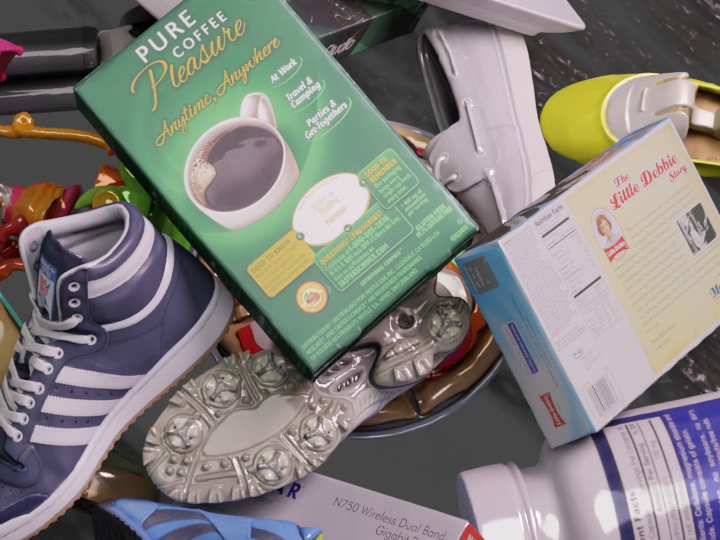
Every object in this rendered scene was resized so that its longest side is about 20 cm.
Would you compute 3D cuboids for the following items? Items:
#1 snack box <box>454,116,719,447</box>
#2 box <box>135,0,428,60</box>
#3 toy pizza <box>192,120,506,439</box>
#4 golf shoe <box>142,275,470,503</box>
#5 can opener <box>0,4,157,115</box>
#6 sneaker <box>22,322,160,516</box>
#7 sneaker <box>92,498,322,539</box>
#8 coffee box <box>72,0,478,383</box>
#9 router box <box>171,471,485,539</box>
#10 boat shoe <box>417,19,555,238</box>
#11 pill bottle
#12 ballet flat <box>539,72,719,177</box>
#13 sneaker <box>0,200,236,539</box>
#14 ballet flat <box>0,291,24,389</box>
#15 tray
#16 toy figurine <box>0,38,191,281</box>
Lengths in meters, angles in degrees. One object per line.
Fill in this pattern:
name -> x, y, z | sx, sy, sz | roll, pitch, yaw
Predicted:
snack box -> 0.140, 0.003, 1.504 | 0.200, 0.037, 0.117 | -34, 98, -49
box -> -0.061, -0.176, 1.580 | 0.144, 0.036, 0.200 | 40, 32, 13
toy pizza -> 0.000, 0.000, 1.582 | 0.199, 0.032, 0.201 | 0, 69, -1
golf shoe -> -0.030, 0.073, 1.490 | 0.199, 0.097, 0.079 | -29, 80, -16
can opener -> -0.170, -0.126, 1.625 | 0.199, 0.053, 0.067 | -8, 35, -5
sneaker -> -0.196, 0.072, 1.532 | 0.199, 0.067, 0.090 | 19, 75, 10
sneaker -> -0.068, 0.158, 1.422 | 0.078, 0.200, 0.066 | -24, 113, -30
coffee box -> -0.045, -0.055, 1.443 | 0.123, 0.044, 0.200 | -41, 85, -9
router box -> -0.046, 0.197, 1.444 | 0.199, 0.049, 0.180 | 12, 65, 42
boat shoe -> 0.070, -0.066, 1.570 | 0.068, 0.072, 0.201 | -1, 59, -10
pill bottle -> 0.159, 0.134, 1.486 | 0.199, 0.120, 0.120 | -11, 70, -4
ballet flat -> 0.206, -0.087, 1.598 | 0.199, 0.067, 0.067 | 10, 70, 3
sneaker -> -0.166, 0.051, 1.434 | 0.200, 0.109, 0.070 | -46, 40, -8
ballet flat -> -0.249, -0.013, 1.483 | 0.063, 0.069, 0.200 | -30, 82, -24
tray -> 0.029, -0.181, 1.594 | 0.199, 0.022, 0.107 | 15, 23, -21
toy figurine -> -0.191, -0.053, 1.548 | 0.183, 0.150, 0.201 | 17, 85, 9
